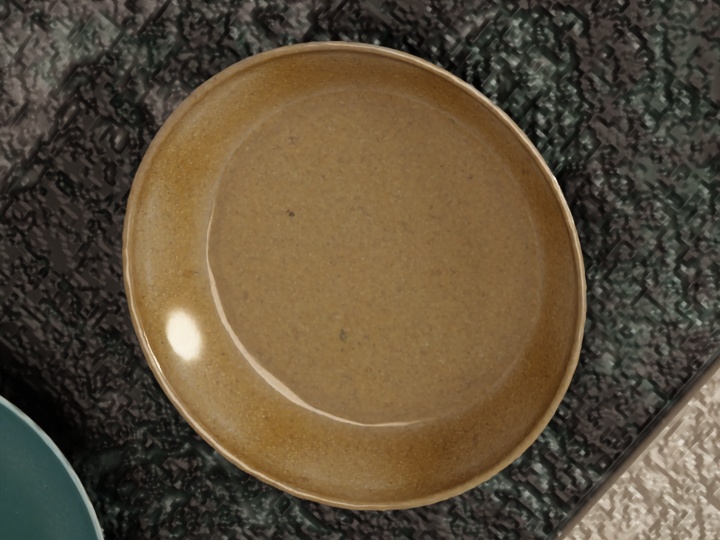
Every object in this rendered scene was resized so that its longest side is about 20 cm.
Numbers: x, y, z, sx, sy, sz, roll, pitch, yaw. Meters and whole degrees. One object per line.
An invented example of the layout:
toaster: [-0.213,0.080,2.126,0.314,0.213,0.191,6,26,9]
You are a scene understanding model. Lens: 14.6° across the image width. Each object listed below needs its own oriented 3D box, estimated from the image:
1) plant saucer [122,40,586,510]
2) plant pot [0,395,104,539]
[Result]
plant saucer: [0.000,0.000,1.159,0.200,0.035,0.201,5,108,17]
plant pot: [-0.224,0.149,1.216,0.200,0.200,0.135,53,152,-3]
